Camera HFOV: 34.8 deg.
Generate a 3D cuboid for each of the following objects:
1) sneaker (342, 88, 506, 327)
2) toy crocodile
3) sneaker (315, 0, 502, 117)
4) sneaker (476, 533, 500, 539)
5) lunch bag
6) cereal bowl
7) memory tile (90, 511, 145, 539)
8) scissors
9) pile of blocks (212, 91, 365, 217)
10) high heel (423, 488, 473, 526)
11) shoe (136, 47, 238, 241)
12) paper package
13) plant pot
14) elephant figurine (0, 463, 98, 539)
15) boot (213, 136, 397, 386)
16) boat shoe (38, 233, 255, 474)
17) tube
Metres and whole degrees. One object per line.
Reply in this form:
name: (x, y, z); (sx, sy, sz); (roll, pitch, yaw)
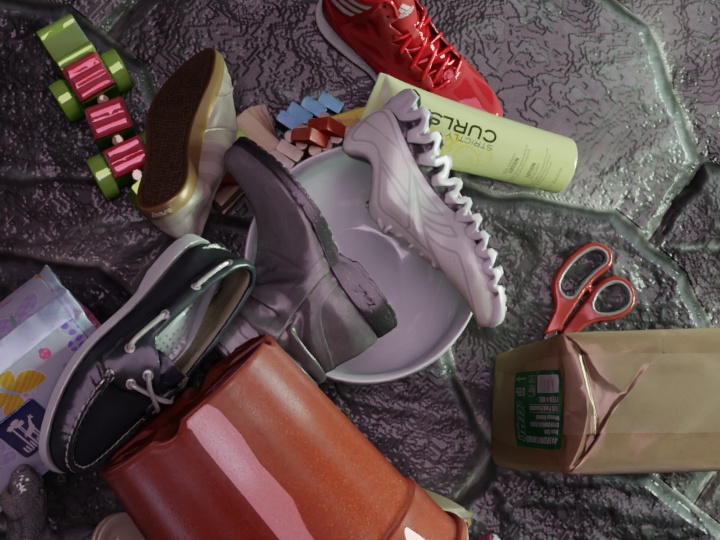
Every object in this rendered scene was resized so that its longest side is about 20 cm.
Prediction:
sneaker: (0.054, -0.040, 0.913); (0.081, 0.075, 0.201); (-27, 81, 2)
toy crocodile: (-0.215, -0.130, 0.980); (0.067, 0.062, 0.201); (-27, 83, -11)
sneaker: (0.046, -0.192, 0.994); (0.199, 0.116, 0.079); (34, 77, 1)
sneaker: (0.121, 0.308, 0.905); (0.087, 0.074, 0.201); (20, 45, -10)
lunch bag: (-0.262, 0.094, 0.862); (0.169, 0.200, 0.127); (-40, 86, -13)
cereal bowl: (0.000, 0.000, 0.970); (0.198, 0.083, 0.202); (1, 79, -6)
memory tile: (-0.130, 0.259, 0.840); (0.153, 0.017, 0.201); (-45, 108, -37)
scissors: (0.164, 0.060, 1.015); (0.200, 0.014, 0.073); (-44, 89, -11)
pile of blocks: (-0.062, -0.119, 0.996); (0.198, 0.062, 0.083); (-22, 83, -11)
high heel: (-0.008, 0.246, 0.949); (0.198, 0.071, 0.144); (7, 105, -21)
shoe: (-0.139, -0.104, 0.943); (0.069, 0.053, 0.201); (-17, 44, 25)
paper package: (0.214, 0.106, 0.909); (0.189, 0.200, 0.105); (-1, 83, -9)
plant pot: (-0.062, 0.165, 0.797); (0.200, 0.201, 0.196); (-40, 96, -12)
elephant figurine: (-0.200, 0.254, 0.860); (0.140, 0.155, 0.202); (14, 85, 5)
boot: (-0.076, 0.005, 0.887); (0.131, 0.070, 0.201); (-37, 81, -6)
boat shoe: (-0.147, 0.060, 0.807); (0.060, 0.076, 0.201); (19, 67, 29)
tube: (0.091, -0.111, 0.991); (0.198, 0.052, 0.059); (13, 84, -21)
